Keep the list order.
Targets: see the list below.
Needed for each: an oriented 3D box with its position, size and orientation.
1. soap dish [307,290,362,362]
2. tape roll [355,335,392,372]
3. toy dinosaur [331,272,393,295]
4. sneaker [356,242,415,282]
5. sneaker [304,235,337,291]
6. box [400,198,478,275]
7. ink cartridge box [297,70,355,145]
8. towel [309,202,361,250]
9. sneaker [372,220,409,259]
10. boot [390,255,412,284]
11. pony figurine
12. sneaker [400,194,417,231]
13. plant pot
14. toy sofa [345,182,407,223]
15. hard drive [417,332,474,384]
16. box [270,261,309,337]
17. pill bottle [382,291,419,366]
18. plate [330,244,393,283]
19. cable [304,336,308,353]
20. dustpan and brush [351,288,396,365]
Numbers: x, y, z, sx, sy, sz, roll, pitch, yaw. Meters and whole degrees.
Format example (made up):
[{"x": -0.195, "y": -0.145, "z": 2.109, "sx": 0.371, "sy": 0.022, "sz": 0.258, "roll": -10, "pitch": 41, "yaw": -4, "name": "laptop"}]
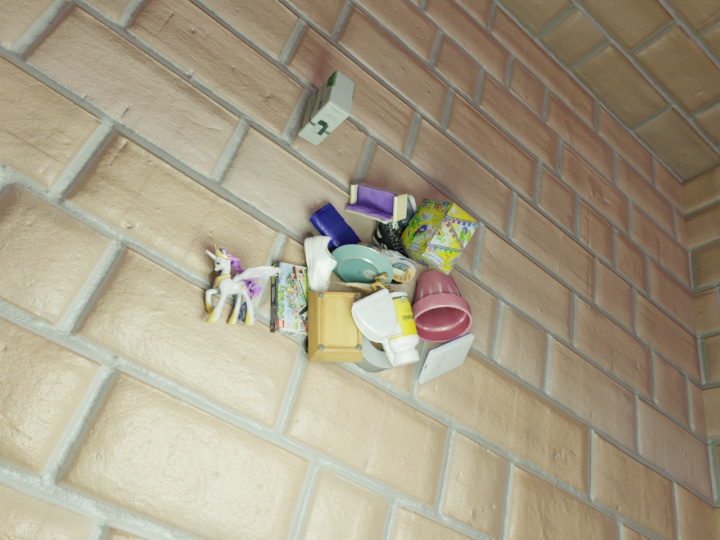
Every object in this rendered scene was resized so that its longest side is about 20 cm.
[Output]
[{"x": -0.066, "y": 0.150, "z": 1.557, "sx": 0.155, "sy": 0.081, "sz": 0.203, "roll": 4, "pitch": 70, "yaw": -17, "name": "soap dish"}, {"x": 0.045, "y": 0.202, "z": 1.696, "sx": 0.198, "sy": 0.066, "sz": 0.203, "roll": 17, "pitch": 60, "yaw": -30, "name": "tape roll"}, {"x": 0.029, "y": 0.052, "z": 1.629, "sx": 0.198, "sy": 0.106, "sz": 0.061, "roll": 19, "pitch": 47, "yaw": -32, "name": "toy dinosaur"}, {"x": 0.076, "y": -0.031, "z": 1.710, "sx": 0.198, "sy": 0.076, "sz": 0.088, "roll": 29, "pitch": 29, "yaw": 6, "name": "sneaker"}, {"x": -0.106, "y": -0.002, "z": 1.633, "sx": 0.075, "sy": 0.087, "sz": 0.203, "roll": -14, "pitch": 95, "yaw": -79, "name": "sneaker"}, {"x": 0.243, "y": -0.115, "z": 1.826, "sx": 0.121, "sy": 0.200, "sz": 0.194, "roll": 34, "pitch": 87, "yaw": -25, "name": "box"}, {"x": -0.112, "y": -0.524, "z": 1.825, "sx": 0.082, "sy": 0.199, "sz": 0.148, "roll": 26, "pitch": 57, "yaw": -28, "name": "ink cartridge box"}, {"x": -0.072, "y": -0.107, "z": 1.744, "sx": 0.201, "sy": 0.049, "sz": 0.148, "roll": 51, "pitch": 30, "yaw": -4, "name": "towel"}, {"x": 0.105, "y": -0.102, "z": 1.792, "sx": 0.072, "sy": 0.113, "sz": 0.200, "roll": -3, "pitch": 36, "yaw": -32, "name": "sneaker"}, {"x": 0.106, "y": 0.006, "z": 1.792, "sx": 0.198, "sy": 0.068, "sz": 0.131, "roll": -1, "pitch": 31, "yaw": -31, "name": "boot"}, {"x": -0.314, "y": 0.039, "z": 1.463, "sx": 0.191, "sy": 0.166, "sz": 0.203, "roll": 7, "pitch": 81, "yaw": -26, "name": "pony figurine"}, {"x": 0.144, "y": -0.146, "z": 1.929, "sx": 0.145, "sy": 0.077, "sz": 0.205, "roll": -22, "pitch": 92, "yaw": -32, "name": "sneaker"}, {"x": 0.252, "y": 0.106, "z": 1.826, "sx": 0.198, "sy": 0.200, "sz": 0.181, "roll": 24, "pitch": 42, "yaw": -26, "name": "plant pot"}, {"x": 0.047, "y": -0.219, "z": 1.801, "sx": 0.097, "sy": 0.199, "sz": 0.084, "roll": -19, "pitch": 121, "yaw": -44, "name": "toy sofa"}, {"x": 0.275, "y": 0.281, "z": 1.798, "sx": 0.198, "sy": 0.133, "sz": 0.025, "roll": -15, "pitch": 43, "yaw": -40, "name": "hard drive"}, {"x": -0.198, "y": 0.082, "z": 1.589, "sx": 0.109, "sy": 0.035, "sz": 0.203, "roll": 12, "pitch": 63, "yaw": -32, "name": "box"}, {"x": 0.108, "y": 0.172, "z": 1.641, "sx": 0.110, "sy": 0.111, "sz": 0.203, "roll": -2, "pitch": 72, "yaw": -37, "name": "pill bottle"}, {"x": 0.000, "y": 0.000, "z": 1.664, "sx": 0.199, "sy": 0.200, "sz": 0.026, "roll": 35, "pitch": 49, "yaw": -19, "name": "plate"}, {"x": -0.102, "y": 0.149, "z": 1.614, "sx": 0.097, "sy": 0.051, "sz": 0.200, "roll": 38, "pitch": 53, "yaw": 19, "name": "cable"}, {"x": 0.060, "y": 0.167, "z": 1.553, "sx": 0.139, "sy": 0.057, "sz": 0.202, "roll": -23, "pitch": 80, "yaw": -36, "name": "dustpan and brush"}]
